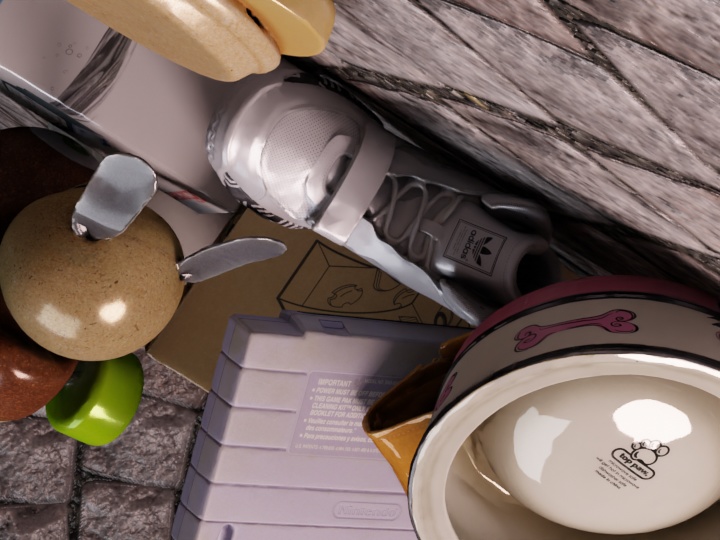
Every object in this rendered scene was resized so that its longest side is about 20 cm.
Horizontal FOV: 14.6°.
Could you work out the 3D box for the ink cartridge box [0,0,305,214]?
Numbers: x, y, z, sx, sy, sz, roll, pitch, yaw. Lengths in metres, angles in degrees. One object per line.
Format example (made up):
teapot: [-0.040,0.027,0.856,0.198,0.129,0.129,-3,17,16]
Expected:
ink cartridge box: [-0.135,-0.114,1.442,0.199,0.086,0.146,33,175,-9]

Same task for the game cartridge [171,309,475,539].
game cartridge: [0.005,0.088,1.467,0.199,0.130,0.038,6,-167,-34]

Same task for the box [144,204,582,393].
box: [0.010,0.028,1.511,0.199,0.164,0.021,33,-171,-16]

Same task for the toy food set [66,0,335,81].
toy food set: [-0.113,-0.146,1.190,0.197,0.049,0.200,34,175,-21]

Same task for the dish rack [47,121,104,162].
dish rack: [-0.099,-0.025,1.729,0.199,0.044,0.172,29,-149,-33]

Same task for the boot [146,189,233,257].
boot: [-0.120,-0.083,1.614,0.201,0.073,0.075,57,179,-16]

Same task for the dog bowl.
dog bowl: [0.122,0.085,1.349,0.200,0.200,0.074,33,-143,-24]

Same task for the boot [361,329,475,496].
boot: [0.113,0.075,1.438,0.144,0.200,0.071,56,-170,-36]

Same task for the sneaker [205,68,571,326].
sneaker: [0.021,-0.033,1.371,0.200,0.075,0.115,29,177,-43]

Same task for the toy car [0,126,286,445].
toy car: [-0.137,-0.015,1.409,0.164,0.159,0.199,26,150,-34]
